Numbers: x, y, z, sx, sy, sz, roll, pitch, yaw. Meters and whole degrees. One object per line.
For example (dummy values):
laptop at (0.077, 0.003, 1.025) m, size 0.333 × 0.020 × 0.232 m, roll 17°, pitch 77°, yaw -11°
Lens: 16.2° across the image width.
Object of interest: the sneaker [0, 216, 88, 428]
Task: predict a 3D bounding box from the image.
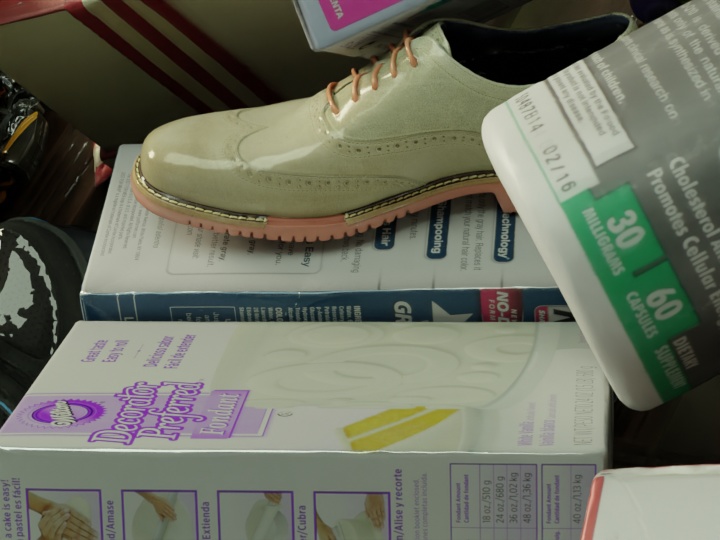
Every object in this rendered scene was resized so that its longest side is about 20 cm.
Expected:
sneaker at (-0.154, 0.064, 0.962) m, size 0.073 × 0.082 × 0.200 m, roll -5°, pitch 62°, yaw 32°

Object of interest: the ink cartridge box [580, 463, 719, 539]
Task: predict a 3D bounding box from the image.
ink cartridge box at (0.119, 0.169, 0.698) m, size 0.083 × 0.200 × 0.147 m, roll -4°, pitch 50°, yaw 24°

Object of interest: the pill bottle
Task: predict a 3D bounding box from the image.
pill bottle at (0.149, -0.047, 0.817) m, size 0.200 × 0.113 × 0.113 m, roll -29°, pitch 42°, yaw 5°

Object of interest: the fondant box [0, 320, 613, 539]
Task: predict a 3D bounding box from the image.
fondant box at (-0.014, 0.063, 0.864) m, size 0.200 × 0.058 × 0.144 m, roll -1°, pitch 15°, yaw 6°

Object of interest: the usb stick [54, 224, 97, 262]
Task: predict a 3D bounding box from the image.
usb stick at (-0.073, 0.015, 1.083) m, size 0.200 × 0.033 × 0.056 m, roll 10°, pitch 62°, yaw 37°

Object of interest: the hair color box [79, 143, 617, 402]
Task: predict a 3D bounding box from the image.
hair color box at (0.000, 0.000, 0.978) m, size 0.200 × 0.061 × 0.100 m, roll -1°, pitch 39°, yaw 7°

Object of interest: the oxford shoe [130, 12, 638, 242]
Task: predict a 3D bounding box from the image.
oxford shoe at (0.011, -0.062, 0.945) m, size 0.200 × 0.074 × 0.071 m, roll -8°, pitch 38°, yaw -4°

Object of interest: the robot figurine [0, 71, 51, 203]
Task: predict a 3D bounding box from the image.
robot figurine at (-0.226, -0.086, 1.252) m, size 0.145 × 0.058 × 0.200 m, roll -29°, pitch 41°, yaw 7°

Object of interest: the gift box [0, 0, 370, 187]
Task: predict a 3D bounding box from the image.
gift box at (-0.068, -0.135, 1.114) m, size 0.184 × 0.187 × 0.200 m, roll -5°, pitch 68°, yaw 25°

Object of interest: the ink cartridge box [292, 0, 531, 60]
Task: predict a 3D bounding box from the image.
ink cartridge box at (0.079, -0.135, 0.954) m, size 0.200 × 0.119 × 0.042 m, roll -21°, pitch 87°, yaw 13°

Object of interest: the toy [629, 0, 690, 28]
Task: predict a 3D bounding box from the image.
toy at (0.157, -0.119, 0.986) m, size 0.200 × 0.047 × 0.115 m, roll -16°, pitch 1°, yaw 33°
